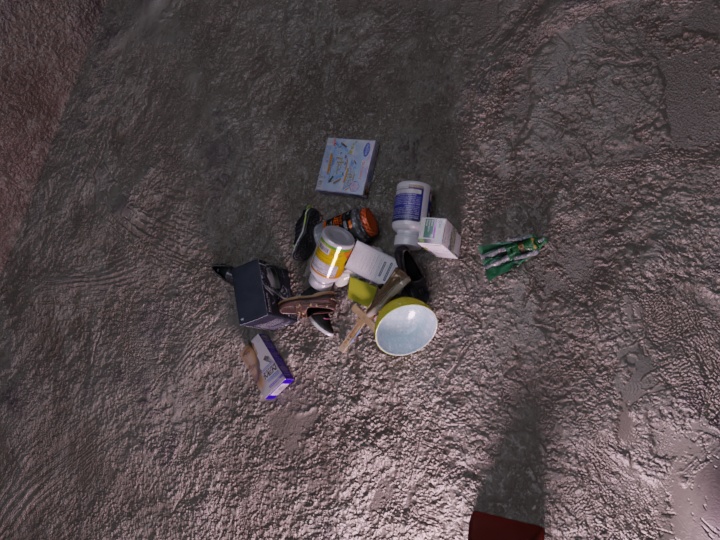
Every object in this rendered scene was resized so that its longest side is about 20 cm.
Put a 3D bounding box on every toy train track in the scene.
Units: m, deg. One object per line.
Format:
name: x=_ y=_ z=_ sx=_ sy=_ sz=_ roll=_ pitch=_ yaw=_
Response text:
toy train track: x=-0.004 y=0.189 z=1.757 sx=0.115 sy=0.032 sz=0.201 roll=42 pitch=106 yaw=24

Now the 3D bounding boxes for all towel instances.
towel: x=0.046 y=0.088 z=1.736 sx=0.198 sy=0.018 sz=0.087 roll=22 pitch=120 yaw=26

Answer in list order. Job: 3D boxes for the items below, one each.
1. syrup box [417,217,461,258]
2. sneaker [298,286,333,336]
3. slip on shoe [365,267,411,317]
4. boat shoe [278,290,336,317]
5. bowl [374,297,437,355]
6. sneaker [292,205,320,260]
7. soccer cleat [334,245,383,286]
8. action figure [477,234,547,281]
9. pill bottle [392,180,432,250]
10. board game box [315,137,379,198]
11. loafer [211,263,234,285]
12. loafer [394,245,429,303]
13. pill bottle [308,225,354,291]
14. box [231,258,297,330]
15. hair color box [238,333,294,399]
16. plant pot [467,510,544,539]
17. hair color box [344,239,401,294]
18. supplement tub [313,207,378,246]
syrup box: x=0.241 y=-0.096 z=1.605 sx=0.080 sy=0.200 sz=0.080 roll=6 pitch=82 yaw=26
sneaker: x=-0.130 y=0.124 z=1.807 sx=0.099 sy=0.070 sz=0.201 roll=-46 pitch=60 yaw=15
slip on shoe: x=0.074 y=0.069 z=1.647 sx=0.061 sy=0.076 sz=0.200 roll=47 pitch=127 yaw=4
boat shoe: x=-0.177 y=0.120 z=1.752 sx=0.197 sy=0.070 sz=0.071 roll=-12 pitch=66 yaw=11
bowl: x=0.127 y=0.150 z=1.635 sx=0.199 sy=0.200 sz=0.108 roll=-38 pitch=36 yaw=13
sneaker: x=-0.202 y=-0.133 z=1.913 sx=0.082 sy=0.071 sz=0.203 roll=17 pitch=85 yaw=51
soccer cleat: x=0.000 y=0.000 z=1.777 sx=0.199 sy=0.069 sz=0.078 roll=-38 pitch=70 yaw=11
action figure: x=0.456 y=-0.058 z=1.581 sx=0.198 sy=0.055 sz=0.120 roll=-21 pitch=68 yaw=16
pill bottle: x=0.163 y=-0.173 z=1.705 sx=0.118 sy=0.119 sz=0.203 roll=4 pitch=80 yaw=26
board game box: x=-0.048 y=-0.366 z=1.891 sx=0.197 sy=0.041 sz=0.203 roll=11 pitch=84 yaw=27
loafer: x=-0.478 y=0.023 z=1.996 sx=0.199 sy=0.070 sz=0.069 roll=22 pitch=89 yaw=28
loafer: x=0.162 y=0.019 z=1.647 sx=0.071 sy=0.063 sz=0.202 roll=-26 pitch=100 yaw=-10
pill bottle: x=-0.101 y=-0.034 z=1.725 sx=0.111 sy=0.110 sz=0.202 roll=43 pitch=128 yaw=26
box: x=-0.331 y=0.089 z=1.841 sx=0.123 sy=0.196 sz=0.203 roll=-20 pitch=71 yaw=20
hair color box: x=-0.331 y=0.334 z=1.864 sx=0.109 sy=0.065 sz=0.201 roll=-43 pitch=63 yaw=12
plant pot: x=0.359 y=0.766 z=1.378 sx=0.197 sy=0.176 sz=0.203 roll=2 pitch=79 yaw=26
hair color box: x=0.058 y=-0.010 z=1.711 sx=0.198 sy=0.061 sz=0.101 roll=26 pitch=91 yaw=2
supplement tub: x=-0.048 y=-0.131 z=1.795 sx=0.198 sy=0.122 sz=0.124 roll=-21 pitch=71 yaw=20
